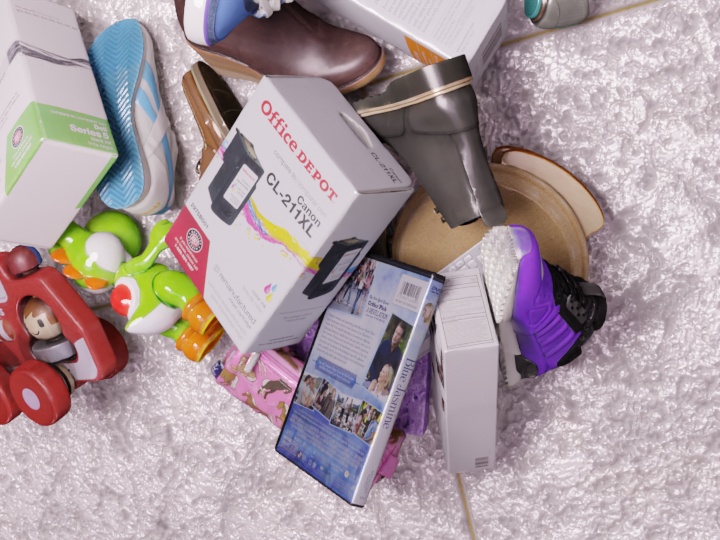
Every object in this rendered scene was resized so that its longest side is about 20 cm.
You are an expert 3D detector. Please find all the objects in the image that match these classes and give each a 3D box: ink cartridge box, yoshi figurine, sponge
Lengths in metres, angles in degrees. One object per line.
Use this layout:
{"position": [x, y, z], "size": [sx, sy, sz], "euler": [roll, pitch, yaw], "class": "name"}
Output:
{"position": [-0.069, -0.050, 0.941], "size": [0.146, 0.082, 0.201], "euler": [51, 123, 23], "class": "ink cartridge box"}
{"position": [-0.219, -0.001, 1.087], "size": [0.199, 0.112, 0.113], "euler": [31, 88, 7], "class": "yoshi figurine"}
{"position": [-0.025, 0.095, 1.076], "size": [0.197, 0.030, 0.113], "euler": [7, 102, 16], "class": "sponge"}
{"position": [-0.324, -0.148, 1.038], "size": [0.145, 0.083, 0.202], "euler": [-44, 54, 33], "class": "ink cartridge box"}

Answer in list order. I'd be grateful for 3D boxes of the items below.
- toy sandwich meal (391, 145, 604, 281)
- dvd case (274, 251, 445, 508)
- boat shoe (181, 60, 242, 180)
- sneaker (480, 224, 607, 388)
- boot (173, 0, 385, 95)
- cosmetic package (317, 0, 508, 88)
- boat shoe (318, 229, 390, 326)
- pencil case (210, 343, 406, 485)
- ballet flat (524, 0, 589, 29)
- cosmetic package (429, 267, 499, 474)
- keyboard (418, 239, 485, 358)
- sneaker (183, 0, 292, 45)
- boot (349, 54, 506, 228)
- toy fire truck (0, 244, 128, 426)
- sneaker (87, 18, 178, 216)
{"position": [0.125, -0.021, 0.991], "size": [0.202, 0.070, 0.208], "euler": [6, 113, 15], "class": "toy sandwich meal"}
{"position": [-0.005, 0.085, 0.924], "size": [0.142, 0.017, 0.203], "euler": [19, 89, 57], "class": "dvd case"}
{"position": [-0.132, -0.104, 1.050], "size": [0.067, 0.072, 0.202], "euler": [-27, 91, 19], "class": "boat shoe"}
{"position": [0.157, 0.021, 0.892], "size": [0.098, 0.201, 0.070], "euler": [-12, 56, 1], "class": "sneaker"}
{"position": [-0.086, -0.235, 0.965], "size": [0.197, 0.167, 0.073], "euler": [7, 60, 22], "class": "boot"}
{"position": [0.031, -0.247, 0.950], "size": [0.199, 0.101, 0.072], "euler": [33, 93, 10], "class": "cosmetic package"}
{"position": [0.000, 0.000, 1.023], "size": [0.071, 0.068, 0.203], "euler": [2, 93, 8], "class": "boat shoe"}
{"position": [-0.047, 0.132, 1.029], "size": [0.199, 0.086, 0.083], "euler": [39, 111, 5], "class": "pencil case"}
{"position": [0.175, -0.314, 0.928], "size": [0.063, 0.067, 0.203], "euler": [-4, 101, -10], "class": "ballet flat"}
{"position": [0.090, 0.095, 0.950], "size": [0.050, 0.083, 0.201], "euler": [-7, 140, 0], "class": "cosmetic package"}
{"position": [0.067, 0.038, 0.970], "size": [0.199, 0.011, 0.056], "euler": [-37, 100, 18], "class": "keyboard"}
{"position": [-0.039, -0.249, 0.862], "size": [0.145, 0.081, 0.202], "euler": [26, 79, 9], "class": "sneaker"}
{"position": [0.053, -0.095, 0.931], "size": [0.077, 0.200, 0.140], "euler": [-20, 94, -14], "class": "boot"}
{"position": [-0.340, 0.058, 1.089], "size": [0.198, 0.112, 0.170], "euler": [-6, 114, 39], "class": "toy fire truck"}
{"position": [-0.229, -0.153, 1.074], "size": [0.075, 0.081, 0.203], "euler": [-9, 78, 20], "class": "sneaker"}
